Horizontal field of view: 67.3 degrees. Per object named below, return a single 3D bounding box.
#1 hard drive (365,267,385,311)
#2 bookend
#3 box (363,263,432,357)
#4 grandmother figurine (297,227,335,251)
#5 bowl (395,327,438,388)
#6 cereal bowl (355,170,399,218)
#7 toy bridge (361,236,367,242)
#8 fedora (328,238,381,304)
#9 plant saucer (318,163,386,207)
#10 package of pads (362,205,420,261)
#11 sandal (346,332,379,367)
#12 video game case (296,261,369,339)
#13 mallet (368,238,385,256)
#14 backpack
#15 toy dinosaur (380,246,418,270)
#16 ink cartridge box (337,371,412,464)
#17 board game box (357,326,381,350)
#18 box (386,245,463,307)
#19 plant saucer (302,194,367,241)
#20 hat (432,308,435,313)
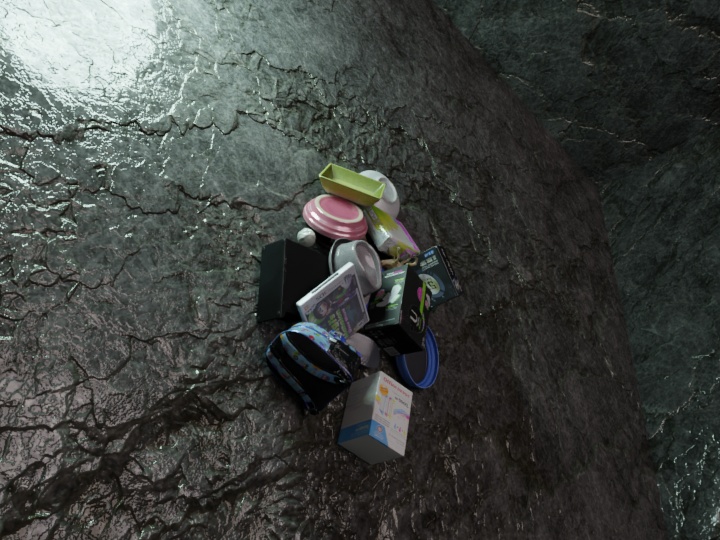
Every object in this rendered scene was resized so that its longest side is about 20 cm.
[{"bbox_3d":[-0.002,0.028,1.563,0.132,0.025,0.202,44,42,-20],"label":"hard drive"},{"bbox_3d":[-0.159,0.049,1.395,0.198,0.091,0.204,23,60,-47],"label":"bookend"},{"bbox_3d":[0.110,0.115,1.538,0.149,0.122,0.203,45,44,-36],"label":"box"},{"bbox_3d":[-0.101,-0.101,1.578,0.198,0.061,0.122,-10,54,-46],"label":"grandmother figurine"},{"bbox_3d":[0.171,0.255,1.641,0.199,0.039,0.206,21,63,-48],"label":"bowl"},{"bbox_3d":[0.063,-0.251,1.820,0.198,0.083,0.204,24,52,-35],"label":"cereal bowl"},{"bbox_3d":[-0.012,-0.147,1.690,0.068,0.027,0.203,72,1,-54],"label":"toy bridge"},{"bbox_3d":[0.000,0.000,1.468,0.176,0.089,0.204,-19,90,-54],"label":"fedora"},{"bbox_3d":[-0.026,-0.258,1.671,0.196,0.049,0.201,20,22,-1],"label":"plant saucer"},{"bbox_3d":[0.095,-0.111,1.722,0.199,0.068,0.156,22,32,-52],"label":"package of pads"},{"bbox_3d":[-0.029,0.199,1.478,0.198,0.043,0.077,33,70,-18],"label":"sandal"},{"bbox_3d":[-0.064,0.108,1.377,0.181,0.023,0.203,-37,133,-25],"label":"video game case"},{"bbox_3d":[0.044,-0.010,1.696,0.065,0.041,0.203,34,50,-30],"label":"mallet"},{"bbox_3d":[-0.117,0.211,1.288,0.199,0.183,0.135,41,34,-5],"label":"backpack"},{"bbox_3d":[0.128,-0.005,1.637,0.198,0.102,0.058,31,2,-12],"label":"toy dinosaur"},{"bbox_3d":[0.043,0.368,1.396,0.128,0.124,0.203,37,45,-25],"label":"ink cartridge box"},{"bbox_3d":[0.019,0.127,1.580,0.152,0.040,0.203,-34,94,-51],"label":"board game box"},{"bbox_3d":[0.195,0.040,1.688,0.086,0.197,0.167,-3,69,-66],"label":"box"},{"bbox_3d":[-0.069,-0.161,1.575,0.196,0.052,0.202,16,31,-10],"label":"plant saucer"},{"bbox_3d":[0.184,0.031,1.821,0.172,0.167,0.203,10,54,11],"label":"hat"}]
